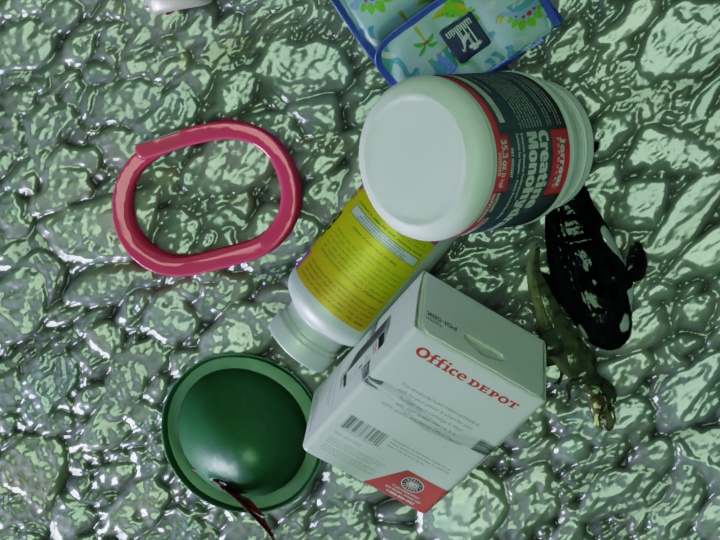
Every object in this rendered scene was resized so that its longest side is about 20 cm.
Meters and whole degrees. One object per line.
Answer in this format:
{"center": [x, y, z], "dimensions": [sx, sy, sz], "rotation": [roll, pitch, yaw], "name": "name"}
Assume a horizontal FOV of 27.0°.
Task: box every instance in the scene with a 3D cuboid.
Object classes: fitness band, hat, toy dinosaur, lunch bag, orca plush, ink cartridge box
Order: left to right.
{"center": [-0.155, -0.072, 1.496], "dimensions": [0.198, 0.037, 0.145], "rotation": [-13, 98, 14], "name": "fitness band"}
{"center": [-0.125, 0.182, 1.452], "dimensions": [0.198, 0.176, 0.167], "rotation": [14, 101, 9], "name": "hat"}
{"center": [0.060, 0.117, 1.400], "dimensions": [0.146, 0.083, 0.200], "rotation": [30, 128, -16], "name": "ink cartridge box"}
{"center": [0.067, -0.262, 1.384], "dimensions": [0.169, 0.128, 0.201], "rotation": [-33, 105, 11], "name": "lunch bag"}
{"center": [0.174, 0.072, 1.433], "dimensions": [0.087, 0.048, 0.201], "rotation": [-24, 109, 16], "name": "toy dinosaur"}
{"center": [0.217, -0.019, 1.409], "dimensions": [0.104, 0.071, 0.202], "rotation": [1, 98, 11], "name": "orca plush"}

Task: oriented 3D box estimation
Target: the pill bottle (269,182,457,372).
{"center": [0.000, 0.000, 1.438], "dimensions": [0.104, 0.104, 0.200], "rotation": [41, 103, 3], "name": "pill bottle"}

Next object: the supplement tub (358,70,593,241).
{"center": [0.106, -0.105, 1.336], "dimensions": [0.139, 0.199, 0.142], "rotation": [8, 102, 38], "name": "supplement tub"}

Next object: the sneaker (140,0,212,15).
{"center": [-0.223, -0.301, 1.453], "dimensions": [0.198, 0.075, 0.106], "rotation": [12, 123, 24], "name": "sneaker"}
